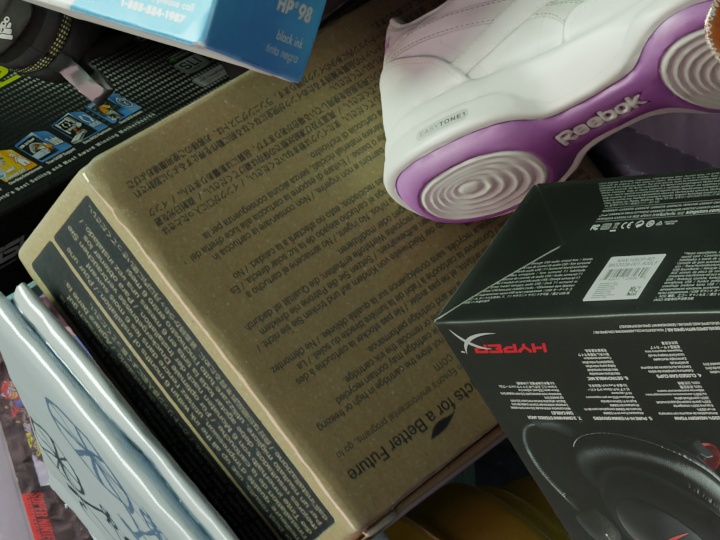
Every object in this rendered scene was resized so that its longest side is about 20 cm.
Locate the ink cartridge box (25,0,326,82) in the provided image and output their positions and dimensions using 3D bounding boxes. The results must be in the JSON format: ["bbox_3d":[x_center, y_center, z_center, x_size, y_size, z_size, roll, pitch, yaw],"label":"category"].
[{"bbox_3d":[-0.051,-0.179,0.995,0.115,0.067,0.201,19,92,34],"label":"ink cartridge box"}]

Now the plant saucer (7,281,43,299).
[{"bbox_3d":[-0.186,-0.035,1.216,0.199,0.201,0.028,18,148,32],"label":"plant saucer"}]

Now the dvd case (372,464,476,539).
[{"bbox_3d":[-0.037,0.053,1.221,0.199,0.022,0.147,14,121,34],"label":"dvd case"}]

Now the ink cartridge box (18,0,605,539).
[{"bbox_3d":[0.000,0.000,1.061,0.165,0.200,0.075,53,140,5],"label":"ink cartridge box"}]

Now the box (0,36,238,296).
[{"bbox_3d":[-0.146,-0.072,1.145,0.160,0.200,0.044,31,130,25],"label":"box"}]

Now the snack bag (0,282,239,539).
[{"bbox_3d":[-0.068,0.109,1.074,0.189,0.021,0.200,47,165,20],"label":"snack bag"}]

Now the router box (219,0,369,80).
[{"bbox_3d":[-0.041,-0.195,1.097,0.157,0.052,0.201,-32,90,44],"label":"router box"}]

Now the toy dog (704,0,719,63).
[{"bbox_3d":[0.172,-0.073,0.910,0.132,0.096,0.201,24,103,48],"label":"toy dog"}]

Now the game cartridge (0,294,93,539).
[{"bbox_3d":[-0.161,0.070,1.259,0.129,0.038,0.201,-9,108,14],"label":"game cartridge"}]

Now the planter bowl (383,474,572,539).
[{"bbox_3d":[0.104,0.133,1.102,0.200,0.083,0.200,43,170,9],"label":"planter bowl"}]

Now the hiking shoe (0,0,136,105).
[{"bbox_3d":[-0.131,-0.127,1.135,0.101,0.200,0.076,39,114,-19],"label":"hiking shoe"}]

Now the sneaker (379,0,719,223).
[{"bbox_3d":[0.091,-0.094,1.010,0.199,0.100,0.075,-22,143,17],"label":"sneaker"}]

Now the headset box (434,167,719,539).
[{"bbox_3d":[0.139,0.065,0.941,0.148,0.075,0.201,-4,128,45],"label":"headset box"}]
